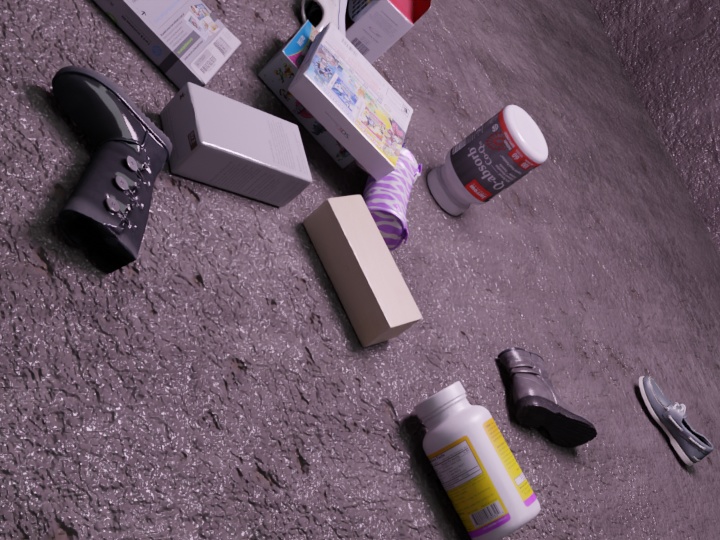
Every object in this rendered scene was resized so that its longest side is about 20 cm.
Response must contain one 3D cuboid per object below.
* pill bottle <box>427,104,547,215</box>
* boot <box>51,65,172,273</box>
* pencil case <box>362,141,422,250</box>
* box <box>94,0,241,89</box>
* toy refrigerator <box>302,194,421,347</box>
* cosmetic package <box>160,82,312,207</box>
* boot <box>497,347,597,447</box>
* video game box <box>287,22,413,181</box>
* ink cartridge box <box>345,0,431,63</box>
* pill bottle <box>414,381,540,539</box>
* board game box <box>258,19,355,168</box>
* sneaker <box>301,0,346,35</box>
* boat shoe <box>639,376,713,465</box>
[{"bbox_3d":[0.221,-0.189,1.703,0.115,0.199,0.117,34,37,-30],"label":"pill bottle"},{"bbox_3d":[-0.298,-0.116,1.074,0.164,0.065,0.202,36,41,-25],"label":"boot"},{"bbox_3d":[0.045,-0.114,1.504,0.084,0.085,0.201,17,41,-1],"label":"pencil case"},{"bbox_3d":[-0.270,-0.351,1.341,0.200,0.041,0.157,46,33,-17],"label":"box"},{"bbox_3d":[0.000,0.000,1.360,0.075,0.070,0.202,-12,70,-49],"label":"toy refrigerator"},{"bbox_3d":[-0.163,-0.163,1.284,0.198,0.074,0.103,15,49,-44],"label":"cosmetic package"},{"bbox_3d":[0.313,0.204,1.600,0.199,0.069,0.133,35,32,-37],"label":"boot"},{"bbox_3d":[-0.009,-0.262,1.489,0.200,0.047,0.183,44,33,-19],"label":"video game box"},{"bbox_3d":[0.042,-0.501,1.771,0.083,0.175,0.202,35,36,-28],"label":"ink cartridge box"},{"bbox_3d":[0.150,0.255,1.293,0.104,0.104,0.202,-14,73,-57],"label":"pill bottle"},{"bbox_3d":[-0.056,-0.284,1.548,0.200,0.064,0.148,45,33,-15],"label":"board game box"},{"bbox_3d":[-0.067,-0.462,1.686,0.070,0.073,0.203,30,40,-40],"label":"sneaker"},{"bbox_3d":[0.631,0.291,1.936,0.202,0.061,0.073,58,31,3],"label":"boat shoe"}]
